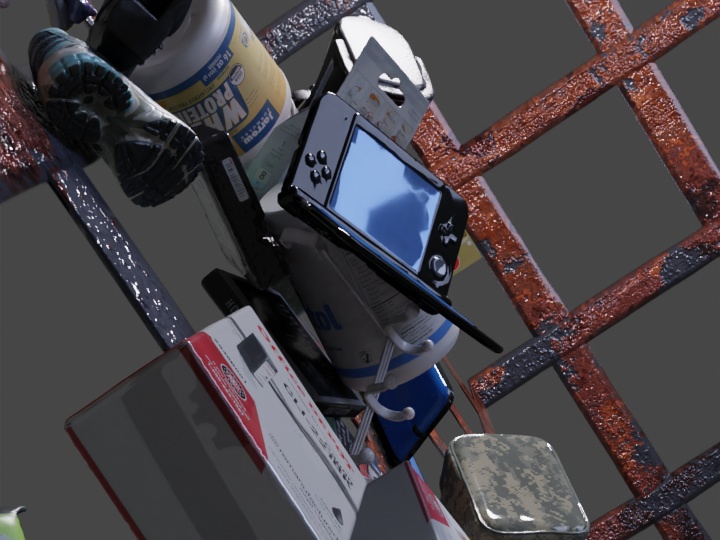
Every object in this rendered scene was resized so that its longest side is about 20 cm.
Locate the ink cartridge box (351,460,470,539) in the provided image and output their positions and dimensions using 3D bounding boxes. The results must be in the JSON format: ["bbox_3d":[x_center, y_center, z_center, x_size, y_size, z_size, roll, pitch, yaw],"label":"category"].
[{"bbox_3d":[0.070,0.278,1.073,0.200,0.083,0.145,54,6,-33],"label":"ink cartridge box"}]

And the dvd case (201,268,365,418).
[{"bbox_3d":[-0.068,0.073,1.221,0.151,0.025,0.200,52,6,13],"label":"dvd case"}]

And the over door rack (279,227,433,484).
[{"bbox_3d":[-0.010,0.079,1.091,0.200,0.066,0.149,44,55,-42],"label":"over door rack"}]

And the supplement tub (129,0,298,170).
[{"bbox_3d":[-0.160,-0.194,1.374,0.200,0.144,0.145,50,9,-48],"label":"supplement tub"}]

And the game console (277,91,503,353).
[{"bbox_3d":[0.041,-0.043,1.109,0.200,0.116,0.177,36,59,-32],"label":"game console"}]

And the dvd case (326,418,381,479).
[{"bbox_3d":[0.026,0.238,1.230,0.201,0.022,0.146,54,6,-18],"label":"dvd case"}]

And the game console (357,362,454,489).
[{"bbox_3d":[0.066,0.158,1.579,0.118,0.171,0.201,19,28,-34],"label":"game console"}]

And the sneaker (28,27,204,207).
[{"bbox_3d":[-0.196,-0.129,1.061,0.086,0.077,0.200,53,0,35],"label":"sneaker"}]

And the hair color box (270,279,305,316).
[{"bbox_3d":[-0.110,-0.050,1.449,0.099,0.060,0.201,50,8,-48],"label":"hair color box"}]

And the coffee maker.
[{"bbox_3d":[-0.003,-0.154,1.481,0.134,0.201,0.193,-16,59,-42],"label":"coffee maker"}]

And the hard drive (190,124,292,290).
[{"bbox_3d":[-0.124,-0.063,1.219,0.141,0.038,0.200,67,-9,-14],"label":"hard drive"}]

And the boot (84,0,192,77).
[{"bbox_3d":[-0.179,-0.236,1.097,0.065,0.166,0.200,22,-10,-15],"label":"boot"}]

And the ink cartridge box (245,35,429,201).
[{"bbox_3d":[-0.024,-0.128,1.339,0.047,0.201,0.160,30,-4,31],"label":"ink cartridge box"}]

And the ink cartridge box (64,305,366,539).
[{"bbox_3d":[-0.073,0.109,0.757,0.145,0.083,0.200,56,5,-1],"label":"ink cartridge box"}]

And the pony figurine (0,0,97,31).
[{"bbox_3d":[-0.267,-0.286,1.053,0.193,0.166,0.200,51,-12,23],"label":"pony figurine"}]

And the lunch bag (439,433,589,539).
[{"bbox_3d":[0.161,0.300,1.471,0.200,0.138,0.169,-111,-151,-61],"label":"lunch bag"}]

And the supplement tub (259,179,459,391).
[{"bbox_3d":[0.000,0.000,1.240,0.201,0.131,0.132,63,3,-18],"label":"supplement tub"}]

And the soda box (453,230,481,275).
[{"bbox_3d":[0.175,-0.009,2.992,0.064,0.199,0.068,56,6,-13],"label":"soda box"}]

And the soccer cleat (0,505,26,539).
[{"bbox_3d":[-0.134,0.087,0.349,0.068,0.081,0.200,60,6,28],"label":"soccer cleat"}]
